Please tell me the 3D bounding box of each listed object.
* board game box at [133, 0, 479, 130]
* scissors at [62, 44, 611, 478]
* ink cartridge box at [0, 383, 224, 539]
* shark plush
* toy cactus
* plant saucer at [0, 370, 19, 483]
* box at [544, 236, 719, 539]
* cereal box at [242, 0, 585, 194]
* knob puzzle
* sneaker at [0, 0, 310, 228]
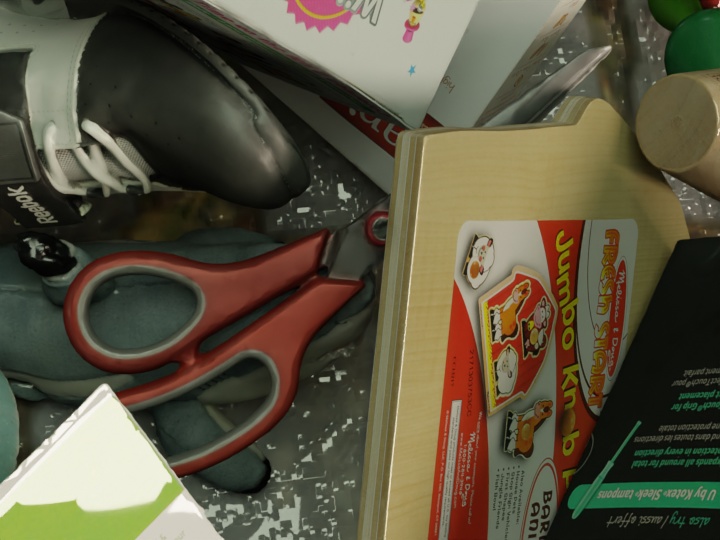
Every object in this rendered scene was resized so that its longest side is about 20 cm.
[{"bbox_3d":[-0.079,-0.120,0.755,0.199,0.147,0.065,26,90,37],"label":"board game box"},{"bbox_3d":[0.000,0.000,0.761,0.199,0.014,0.074,-24,90,-2],"label":"scissors"},{"bbox_3d":[-0.086,0.140,0.697,0.148,0.076,0.200,-44,123,-18],"label":"ink cartridge box"},{"bbox_3d":[-0.095,-0.001,0.803,0.199,0.083,0.091,18,70,1],"label":"shark plush"},{"bbox_3d":[0.154,-0.045,0.813,0.102,0.165,0.201,-42,64,28],"label":"toy cactus"},{"bbox_3d":[-0.196,0.072,0.711,0.199,0.036,0.201,-18,34,13],"label":"plant saucer"},{"bbox_3d":[0.145,0.107,0.742,0.148,0.124,0.201,37,67,-26],"label":"box"},{"bbox_3d":[0.021,-0.138,0.815,0.144,0.200,0.039,41,33,10],"label":"cereal box"},{"bbox_3d":[0.055,0.044,0.773,0.030,0.220,0.221,9,65,35],"label":"knob puzzle"},{"bbox_3d":[-0.104,-0.042,0.761,0.199,0.074,0.089,22,65,37],"label":"sneaker"}]
